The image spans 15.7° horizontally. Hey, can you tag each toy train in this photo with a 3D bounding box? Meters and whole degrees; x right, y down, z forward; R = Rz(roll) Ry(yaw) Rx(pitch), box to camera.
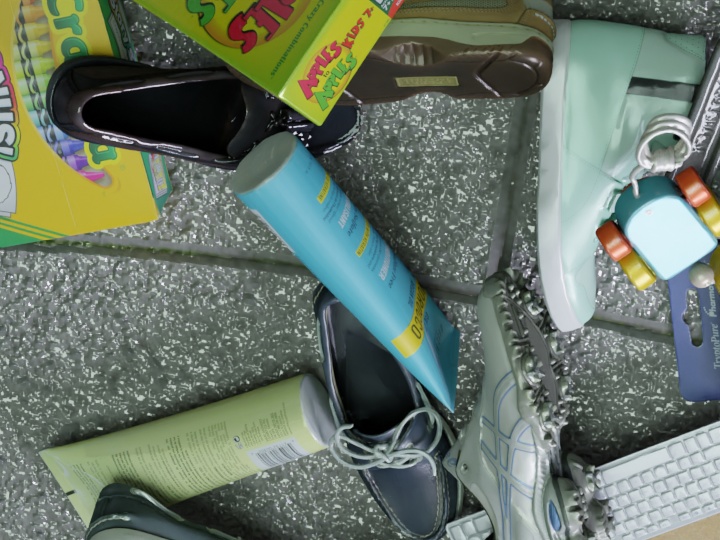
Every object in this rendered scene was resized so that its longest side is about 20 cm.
[{"bbox_3d":[0.231,-0.050,1.532,0.199,0.056,0.151,5,125,-22],"label":"toy train"}]

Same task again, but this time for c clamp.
[{"bbox_3d":[0.272,-0.094,1.552,0.170,0.027,0.201,6,127,-27],"label":"c clamp"}]

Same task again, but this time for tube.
[{"bbox_3d":[-0.113,0.120,1.727,0.199,0.052,0.058,-21,74,21],"label":"tube"},{"bbox_3d":[0.000,0.000,1.608,0.050,0.078,0.200,-25,123,30],"label":"tube"}]

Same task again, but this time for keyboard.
[{"bbox_3d":[0.153,0.154,1.673,0.199,0.011,0.056,-23,105,18],"label":"keyboard"}]

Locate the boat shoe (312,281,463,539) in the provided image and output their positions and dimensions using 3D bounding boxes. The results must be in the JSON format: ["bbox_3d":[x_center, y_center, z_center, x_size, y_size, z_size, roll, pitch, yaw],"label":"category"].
[{"bbox_3d":[0.017,0.093,1.682,0.074,0.062,0.201,-9,110,14],"label":"boat shoe"}]

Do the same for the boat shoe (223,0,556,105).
[{"bbox_3d":[0.018,-0.145,1.555,0.199,0.077,0.072,3,152,6],"label":"boat shoe"}]

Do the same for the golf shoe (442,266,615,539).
[{"bbox_3d":[0.088,0.100,1.634,0.097,0.078,0.201,-10,101,25],"label":"golf shoe"}]

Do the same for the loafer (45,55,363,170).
[{"bbox_3d":[-0.090,-0.092,1.589,0.199,0.063,0.072,3,104,-16],"label":"loafer"}]

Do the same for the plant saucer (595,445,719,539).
[{"bbox_3d":[0.228,0.198,1.702,0.199,0.035,0.201,4,113,9],"label":"plant saucer"}]

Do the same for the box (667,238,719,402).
[{"bbox_3d":[0.293,0.028,1.625,0.199,0.032,0.122,-5,111,13],"label":"box"}]

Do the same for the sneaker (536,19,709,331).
[{"bbox_3d":[0.168,-0.053,1.591,0.118,0.074,0.201,2,114,6],"label":"sneaker"}]

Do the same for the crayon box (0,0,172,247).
[{"bbox_3d":[-0.227,-0.118,1.640,0.172,0.058,0.201,-10,110,13],"label":"crayon box"}]

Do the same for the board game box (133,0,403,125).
[{"bbox_3d":[-0.070,-0.176,1.516,0.200,0.048,0.102,35,91,37],"label":"board game box"}]

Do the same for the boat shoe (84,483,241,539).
[{"bbox_3d":[-0.091,0.194,1.734,0.199,0.062,0.073,21,131,-24],"label":"boat shoe"}]
